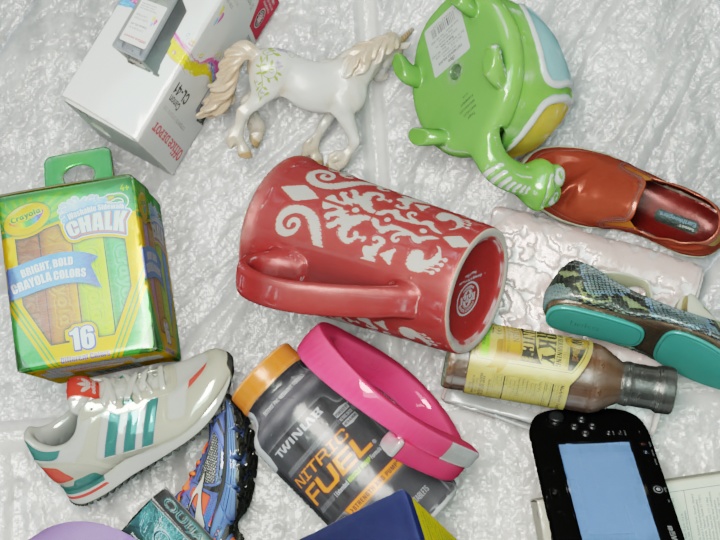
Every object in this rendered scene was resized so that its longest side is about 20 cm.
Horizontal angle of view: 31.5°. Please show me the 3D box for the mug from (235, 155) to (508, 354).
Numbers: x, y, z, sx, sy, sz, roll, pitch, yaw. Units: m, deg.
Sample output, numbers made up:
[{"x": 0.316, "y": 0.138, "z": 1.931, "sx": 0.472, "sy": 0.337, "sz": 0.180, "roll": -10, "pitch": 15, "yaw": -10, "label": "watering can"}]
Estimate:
[{"x": 0.003, "y": 0.006, "z": 1.071, "sx": 0.199, "sy": 0.134, "sz": 0.178, "roll": 18, "pitch": 54, "yaw": 28, "label": "mug"}]

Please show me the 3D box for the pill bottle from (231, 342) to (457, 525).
[{"x": -0.020, "y": 0.156, "z": 1.108, "sx": 0.200, "sy": 0.106, "sz": 0.106, "roll": 44, "pitch": 86, "yaw": 8, "label": "pill bottle"}]

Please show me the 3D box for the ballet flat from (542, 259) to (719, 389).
[{"x": 0.258, "y": 0.041, "z": 1.104, "sx": 0.199, "sy": 0.074, "sz": 0.075, "roll": 22, "pitch": 83, "yaw": 0, "label": "ballet flat"}]

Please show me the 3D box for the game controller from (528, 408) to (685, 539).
[{"x": 0.201, "y": 0.186, "z": 1.041, "sx": 0.103, "sy": 0.042, "sz": 0.201, "roll": -8, "pitch": 38, "yaw": 2, "label": "game controller"}]

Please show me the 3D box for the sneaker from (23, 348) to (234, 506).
[{"x": -0.204, "y": 0.120, "z": 1.109, "sx": 0.199, "sy": 0.070, "sz": 0.093, "roll": -35, "pitch": 118, "yaw": 11, "label": "sneaker"}]

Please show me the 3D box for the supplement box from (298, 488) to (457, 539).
[{"x": 0.043, "y": 0.280, "z": 1.020, "sx": 0.109, "sy": 0.200, "sz": 0.109, "roll": -28, "pitch": 48, "yaw": 12, "label": "supplement box"}]

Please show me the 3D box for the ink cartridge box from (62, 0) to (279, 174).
[{"x": -0.165, "y": -0.202, "z": 1.145, "sx": 0.085, "sy": 0.148, "sz": 0.201, "roll": 29, "pitch": 85, "yaw": 8, "label": "ink cartridge box"}]

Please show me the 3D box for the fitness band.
[{"x": 0.024, "y": 0.110, "z": 1.068, "sx": 0.037, "sy": 0.200, "sz": 0.144, "roll": -49, "pitch": 51, "yaw": 6, "label": "fitness band"}]

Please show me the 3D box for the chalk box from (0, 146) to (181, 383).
[{"x": -0.241, "y": -0.012, "z": 1.133, "sx": 0.123, "sy": 0.124, "sz": 0.202, "roll": -11, "pitch": 82, "yaw": 1, "label": "chalk box"}]

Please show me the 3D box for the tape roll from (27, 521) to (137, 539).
[{"x": -0.237, "y": 0.318, "z": 1.075, "sx": 0.198, "sy": 0.066, "sz": 0.202, "roll": 5, "pitch": 103, "yaw": 21, "label": "tape roll"}]

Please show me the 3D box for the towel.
[{"x": 0.189, "y": 0.057, "z": 1.149, "sx": 0.198, "sy": 0.032, "sz": 0.192, "roll": 17, "pitch": 83, "yaw": 4, "label": "towel"}]

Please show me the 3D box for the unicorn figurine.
[{"x": -0.038, "y": -0.161, "z": 1.155, "sx": 0.199, "sy": 0.074, "sz": 0.138, "roll": 5, "pitch": 113, "yaw": -31, "label": "unicorn figurine"}]

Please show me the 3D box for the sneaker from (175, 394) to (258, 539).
[{"x": -0.139, "y": 0.206, "z": 1.125, "sx": 0.078, "sy": 0.075, "sz": 0.202, "roll": 5, "pitch": 81, "yaw": 7, "label": "sneaker"}]

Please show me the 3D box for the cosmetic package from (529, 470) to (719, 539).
[{"x": 0.254, "y": 0.234, "z": 1.100, "sx": 0.198, "sy": 0.073, "sz": 0.104, "roll": -8, "pitch": 81, "yaw": 2, "label": "cosmetic package"}]

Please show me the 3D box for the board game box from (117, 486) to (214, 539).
[{"x": -0.141, "y": 0.301, "z": 1.085, "sx": 0.200, "sy": 0.028, "sz": 0.135, "roll": 46, "pitch": 113, "yaw": 6, "label": "board game box"}]

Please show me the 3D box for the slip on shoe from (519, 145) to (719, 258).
[{"x": 0.237, "y": -0.066, "z": 1.149, "sx": 0.199, "sy": 0.061, "sz": 0.075, "roll": 21, "pitch": 85, "yaw": 7, "label": "slip on shoe"}]

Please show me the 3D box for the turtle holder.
[{"x": 0.127, "y": -0.158, "z": 1.118, "sx": 0.186, "sy": 0.131, "sz": 0.142, "roll": 51, "pitch": 124, "yaw": 44, "label": "turtle holder"}]

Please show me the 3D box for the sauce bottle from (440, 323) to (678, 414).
[{"x": 0.171, "y": 0.087, "z": 1.099, "sx": 0.198, "sy": 0.065, "sz": 0.065, "roll": 9, "pitch": 82, "yaw": 3, "label": "sauce bottle"}]
